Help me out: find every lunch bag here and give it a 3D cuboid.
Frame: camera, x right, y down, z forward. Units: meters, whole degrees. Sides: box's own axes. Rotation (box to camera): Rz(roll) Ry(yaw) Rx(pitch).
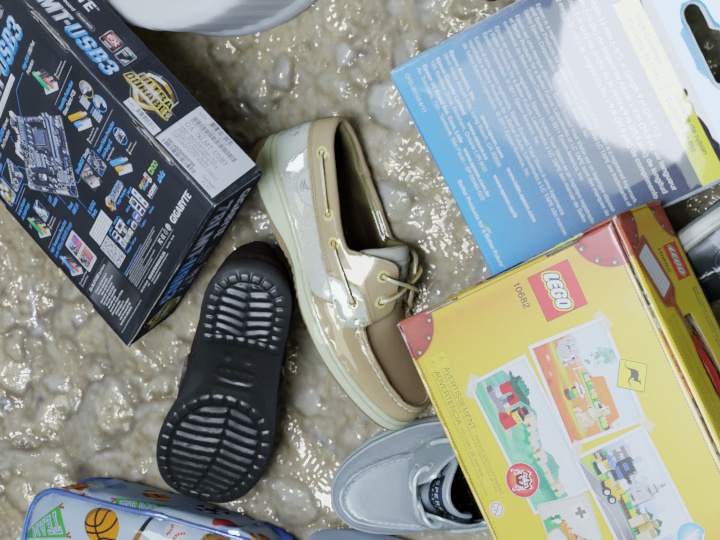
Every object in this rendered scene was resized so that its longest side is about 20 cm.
[{"bbox_3d":[-0.143,0.229,1.270,0.200,0.076,0.161,12,94,20],"label":"lunch bag"}]

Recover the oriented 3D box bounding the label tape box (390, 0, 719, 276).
[{"bbox_3d":[0.138,-0.099,1.106,0.200,0.066,0.143,-26,91,23],"label":"label tape box"}]

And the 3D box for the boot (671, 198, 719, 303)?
[{"bbox_3d":[0.257,0.018,1.066,0.203,0.073,0.154,-39,75,20],"label":"boot"}]

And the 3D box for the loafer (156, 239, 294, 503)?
[{"bbox_3d":[-0.078,0.066,1.230,0.073,0.071,0.200,19,124,-2],"label":"loafer"}]

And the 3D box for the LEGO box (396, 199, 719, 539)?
[{"bbox_3d":[0.133,0.084,1.060,0.149,0.077,0.200,-26,86,30],"label":"LEGO box"}]

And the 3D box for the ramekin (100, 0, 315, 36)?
[{"bbox_3d":[-0.105,-0.238,1.156,0.200,0.098,0.201,5,103,21],"label":"ramekin"}]

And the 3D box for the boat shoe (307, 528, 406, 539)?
[{"bbox_3d":[0.051,0.234,1.213,0.202,0.075,0.086,19,110,7],"label":"boat shoe"}]

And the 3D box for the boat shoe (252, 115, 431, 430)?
[{"bbox_3d":[0.000,0.000,1.177,0.066,0.074,0.200,-24,91,30],"label":"boat shoe"}]

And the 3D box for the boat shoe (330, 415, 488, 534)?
[{"bbox_3d":[0.063,0.126,1.179,0.201,0.071,0.070,-15,95,24],"label":"boat shoe"}]

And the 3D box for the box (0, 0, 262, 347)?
[{"bbox_3d":[-0.170,-0.075,1.193,0.199,0.050,0.200,48,146,8],"label":"box"}]
